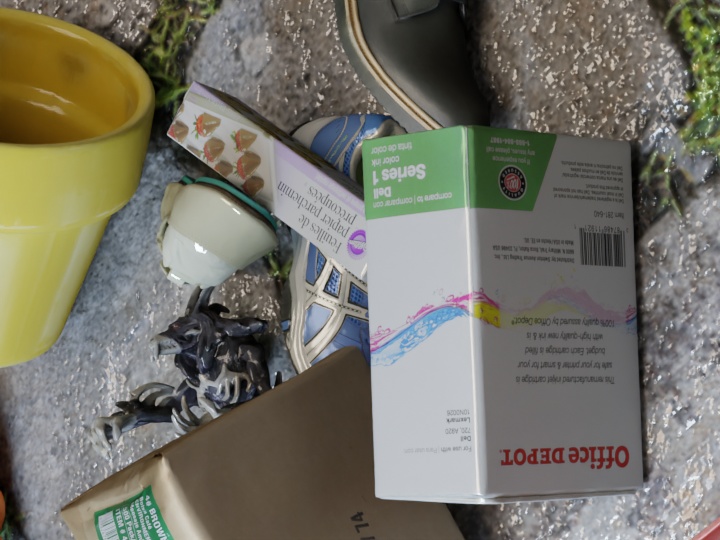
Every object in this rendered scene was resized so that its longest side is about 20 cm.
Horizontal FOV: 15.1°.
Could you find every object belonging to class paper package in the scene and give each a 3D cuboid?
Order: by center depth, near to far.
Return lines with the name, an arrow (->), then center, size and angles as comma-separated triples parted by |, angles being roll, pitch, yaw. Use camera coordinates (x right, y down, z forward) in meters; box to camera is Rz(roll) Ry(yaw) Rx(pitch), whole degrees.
paper package -> -0.037, 0.172, 1.529 | 0.103, 0.191, 0.200 | -29, 90, 41

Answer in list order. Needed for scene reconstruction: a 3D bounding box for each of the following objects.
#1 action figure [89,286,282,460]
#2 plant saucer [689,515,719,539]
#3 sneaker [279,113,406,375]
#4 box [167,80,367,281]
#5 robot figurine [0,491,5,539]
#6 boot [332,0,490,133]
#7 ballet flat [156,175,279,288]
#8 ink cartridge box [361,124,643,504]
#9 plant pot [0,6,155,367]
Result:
action figure -> -0.100, 0.099, 1.688 | 0.119, 0.102, 0.200 | -24, 73, 51
plant saucer -> 0.279, 0.176, 1.382 | 0.200, 0.037, 0.200 | -45, 59, 32
sneaker -> 0.000, 0.000, 1.617 | 0.077, 0.076, 0.200 | -18, 77, 45
box -> -0.039, -0.051, 1.596 | 0.200, 0.041, 0.039 | 37, 104, 42
robot figurine -> -0.321, 0.146, 1.877 | 0.200, 0.116, 0.144 | 47, 139, 32
boot -> 0.051, -0.177, 1.586 | 0.138, 0.077, 0.200 | -43, 62, 27
ballet flat -> -0.094, -0.019, 1.656 | 0.200, 0.069, 0.070 | -166, 80, -82
ink cartridge box -> 0.079, 0.026, 1.497 | 0.084, 0.145, 0.200 | -5, 85, 43
plant pot -> -0.246, -0.047, 1.778 | 0.201, 0.201, 0.189 | 37, 127, 37
